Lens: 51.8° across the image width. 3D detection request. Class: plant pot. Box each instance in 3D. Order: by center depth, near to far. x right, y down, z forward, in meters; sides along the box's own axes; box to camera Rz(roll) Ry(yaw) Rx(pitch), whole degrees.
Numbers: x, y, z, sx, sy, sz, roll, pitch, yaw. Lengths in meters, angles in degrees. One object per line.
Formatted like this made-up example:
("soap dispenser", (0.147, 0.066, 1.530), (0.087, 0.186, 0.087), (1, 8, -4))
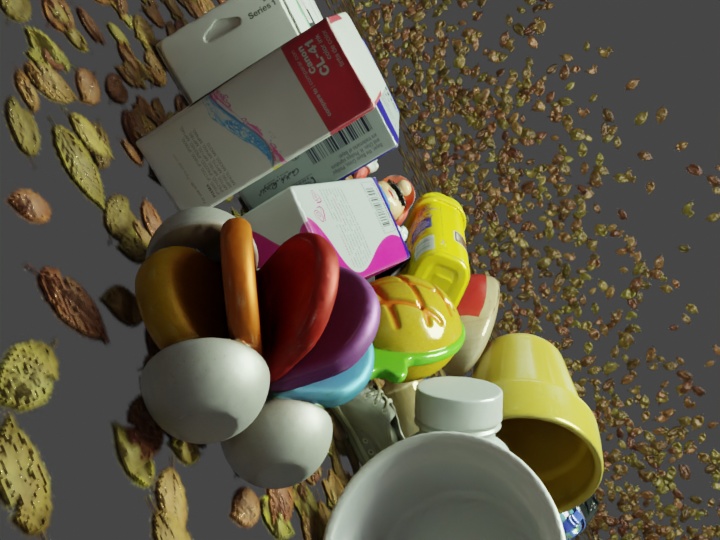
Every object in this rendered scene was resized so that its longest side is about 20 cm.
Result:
("plant pot", (0.218, 0.196, 1.006), (0.202, 0.198, 0.190), (58, 27, -27))

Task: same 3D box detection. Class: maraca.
("maraca", (0.031, 0.067, 0.774), (0.199, 0.135, 0.109), (-25, 124, -53))

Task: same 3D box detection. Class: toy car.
("toy car", (-0.060, 0.041, 0.535), (0.200, 0.148, 0.177), (51, 19, -46))

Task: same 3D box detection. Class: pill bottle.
("pill bottle", (0.096, 0.218, 0.755), (0.114, 0.112, 0.204), (-31, 123, -77))

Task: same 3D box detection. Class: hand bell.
("hand bell", (0.033, 0.102, 0.875), (0.203, 0.103, 0.104), (66, 13, -3))

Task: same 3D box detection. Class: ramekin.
("ramekin", (0.074, 0.247, 0.610), (0.098, 0.198, 0.202), (60, 12, -48))

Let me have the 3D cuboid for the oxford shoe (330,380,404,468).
("oxford shoe", (0.001, 0.140, 0.804), (0.202, 0.057, 0.075), (61, 18, -8))

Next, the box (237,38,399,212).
("box", (-0.053, -0.165, 0.858), (0.106, 0.182, 0.201), (57, 15, -18))

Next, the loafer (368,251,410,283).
("loafer", (0.000, 0.000, 0.932), (0.199, 0.062, 0.073), (-26, 95, -60))

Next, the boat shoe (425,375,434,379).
("boat shoe", (0.075, 0.107, 1.118), (0.073, 0.071, 0.201), (57, 15, -24))

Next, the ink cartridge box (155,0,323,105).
("ink cartridge box", (-0.123, -0.260, 0.837), (0.085, 0.143, 0.200), (60, 14, -17))

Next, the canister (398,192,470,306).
("canister", (0.097, -0.007, 1.064), (0.085, 0.150, 0.201), (21, 26, -7))

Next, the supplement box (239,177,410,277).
("supplement box", (-0.041, -0.026, 0.759), (0.102, 0.102, 0.200), (65, 24, 2))

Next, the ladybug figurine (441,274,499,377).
("ladybug figurine", (0.149, 0.071, 1.095), (0.071, 0.137, 0.201), (28, 32, -1))

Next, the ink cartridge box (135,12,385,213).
("ink cartridge box", (-0.083, -0.143, 0.670), (0.086, 0.198, 0.148), (59, 14, -17))

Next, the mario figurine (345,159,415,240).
("mario figurine", (0.027, -0.102, 1.005), (0.200, 0.104, 0.126), (-17, 113, -67))

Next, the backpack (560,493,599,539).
("backpack", (0.233, 0.331, 1.125), (0.201, 0.183, 0.134), (54, 28, 15))
